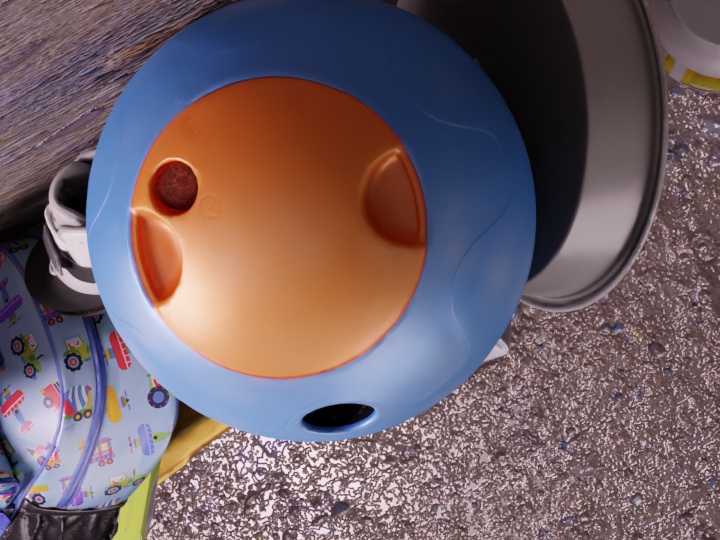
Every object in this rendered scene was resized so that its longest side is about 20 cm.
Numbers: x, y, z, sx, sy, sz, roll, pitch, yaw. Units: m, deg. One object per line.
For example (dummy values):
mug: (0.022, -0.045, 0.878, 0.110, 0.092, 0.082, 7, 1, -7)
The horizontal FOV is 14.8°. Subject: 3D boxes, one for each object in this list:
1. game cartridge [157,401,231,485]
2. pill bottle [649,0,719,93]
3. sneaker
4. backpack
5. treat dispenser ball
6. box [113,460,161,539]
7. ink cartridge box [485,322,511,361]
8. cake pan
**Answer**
game cartridge: (-0.124, 0.065, 1.928, 0.200, 0.032, 0.176, -38, -146, 13)
pill bottle: (0.243, -0.180, 1.838, 0.112, 0.113, 0.200, -27, 178, 4)
sneaker: (-0.140, -0.031, 1.488, 0.088, 0.074, 0.200, 17, 154, -34)
backpack: (-0.195, 0.065, 1.643, 0.134, 0.183, 0.200, -5, 151, -34)
treat dispenser ball: (-0.022, -0.024, 1.236, 0.201, 0.201, 0.201, -27, 177, -1)
box: (-0.230, 0.105, 1.827, 0.200, 0.122, 0.048, 12, -153, 2)
ink cartridge box: (0.000, 0.000, 1.700, 0.200, 0.163, 0.057, -21, 139, 32)
cake pan: (0.071, -0.078, 1.302, 0.037, 0.200, 0.200, -7, 167, -30)
